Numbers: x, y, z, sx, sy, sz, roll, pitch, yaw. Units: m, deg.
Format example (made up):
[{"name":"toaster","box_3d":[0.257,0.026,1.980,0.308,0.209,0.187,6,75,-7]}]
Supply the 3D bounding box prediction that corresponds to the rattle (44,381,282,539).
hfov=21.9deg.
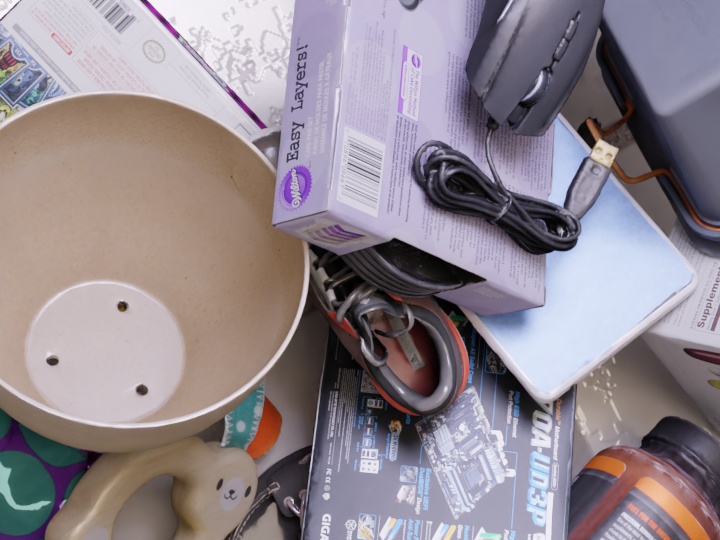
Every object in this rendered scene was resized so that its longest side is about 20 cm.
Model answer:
[{"name":"rattle","box_3d":[-0.075,0.143,1.082,0.200,0.143,0.131,-32,113,-37]}]

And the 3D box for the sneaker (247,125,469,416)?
[{"name":"sneaker","box_3d":[0.000,0.000,1.074,0.077,0.082,0.200,-38,96,3]}]

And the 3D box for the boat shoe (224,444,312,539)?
[{"name":"boat shoe","box_3d":[-0.004,0.132,1.169,0.200,0.057,0.067,-30,92,-20]}]

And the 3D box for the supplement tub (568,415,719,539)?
[{"name":"supplement tub","box_3d":[0.160,0.187,1.189,0.107,0.107,0.200,47,72,-7]}]

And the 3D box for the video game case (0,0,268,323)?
[{"name":"video game case","box_3d":[-0.160,-0.065,1.121,0.181,0.036,0.200,-43,97,7]}]

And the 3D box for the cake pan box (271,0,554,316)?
[{"name":"cake pan box","box_3d":[0.037,-0.086,1.056,0.184,0.052,0.201,20,66,-41]}]

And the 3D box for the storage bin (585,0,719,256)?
[{"name":"storage bin","box_3d":[0.196,-0.129,1.120,0.145,0.134,0.200,-30,51,12]}]

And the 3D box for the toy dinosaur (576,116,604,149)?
[{"name":"toy dinosaur","box_3d":[0.088,-0.086,1.197,0.200,0.077,0.102,-11,49,-46]}]

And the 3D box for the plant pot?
[{"name":"plant pot","box_3d":[-0.138,0.019,1.037,0.199,0.135,0.201,5,63,-11]}]

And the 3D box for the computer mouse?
[{"name":"computer mouse","box_3d":[0.115,-0.107,1.045,0.140,0.046,0.201,32,74,-40]}]

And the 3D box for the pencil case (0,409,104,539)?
[{"name":"pencil case","box_3d":[-0.248,0.078,1.081,0.200,0.085,0.092,42,98,-9]}]

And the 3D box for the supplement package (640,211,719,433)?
[{"name":"supplement package","box_3d":[0.282,0.021,1.199,0.200,0.111,0.156,43,66,-51]}]

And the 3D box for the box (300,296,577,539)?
[{"name":"box","box_3d":[0.049,0.112,1.132,0.158,0.046,0.201,6,64,1]}]

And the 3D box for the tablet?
[{"name":"tablet","box_3d":[0.096,-0.031,1.129,0.130,0.014,0.200,-36,76,-14]}]
